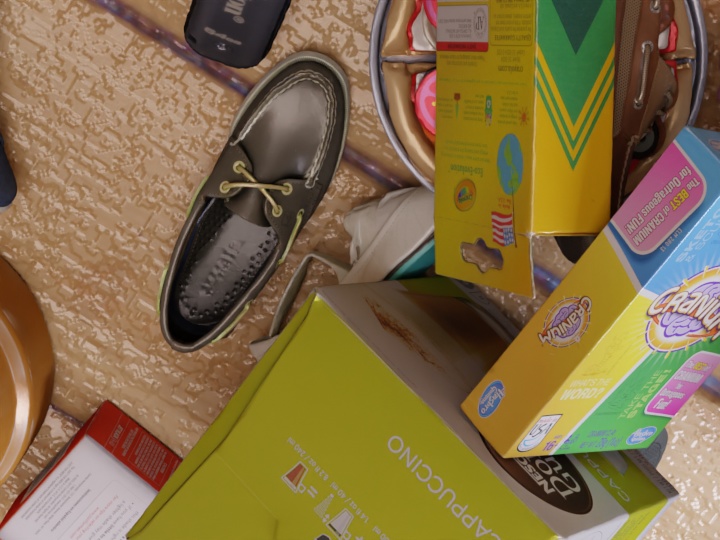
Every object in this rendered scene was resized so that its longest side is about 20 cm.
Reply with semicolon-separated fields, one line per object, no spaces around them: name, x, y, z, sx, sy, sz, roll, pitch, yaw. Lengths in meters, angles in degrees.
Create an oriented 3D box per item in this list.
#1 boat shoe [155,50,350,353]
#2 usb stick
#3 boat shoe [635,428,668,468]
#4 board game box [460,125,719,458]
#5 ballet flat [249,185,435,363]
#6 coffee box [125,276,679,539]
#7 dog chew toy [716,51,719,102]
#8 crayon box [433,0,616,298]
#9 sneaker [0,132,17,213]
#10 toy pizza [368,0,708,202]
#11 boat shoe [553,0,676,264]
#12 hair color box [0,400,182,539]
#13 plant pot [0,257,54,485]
boat shoe;-0.065;-0.038;1.229;0.072;0.060;0.202;27;110;-4
usb stick;-0.057;-0.175;1.132;0.055;0.033;0.200;13;152;-10
boat shoe;0.118;0.162;1.283;0.065;0.074;0.202;42;116;28
board game box;0.164;0.015;1.089;0.040;0.153;0.200;50;118;28
ballet flat;0.000;0.000;1.240;0.069;0.069;0.200;38;110;-8
coffee box;0.027;0.143;1.178;0.200;0.198;0.200;45;110;19
dog chew toy;0.285;-0.147;1.116;0.200;0.125;0.125;-38;102;13
crayon box;0.086;-0.091;1.089;0.051;0.127;0.200;-2;98;-22
sneaker;-0.244;-0.130;1.207;0.084;0.075;0.200;-22;106;18
toy pizza;0.105;-0.123;1.169;0.200;0.032;0.201;0;96;-4
boat shoe;0.142;-0.101;1.122;0.072;0.076;0.200;-2;102;-16
hair color box;-0.126;0.190;1.317;0.200;0.061;0.102;41;108;-8
plant pot;-0.306;0.087;1.233;0.200;0.183;0.201;2;110;5
